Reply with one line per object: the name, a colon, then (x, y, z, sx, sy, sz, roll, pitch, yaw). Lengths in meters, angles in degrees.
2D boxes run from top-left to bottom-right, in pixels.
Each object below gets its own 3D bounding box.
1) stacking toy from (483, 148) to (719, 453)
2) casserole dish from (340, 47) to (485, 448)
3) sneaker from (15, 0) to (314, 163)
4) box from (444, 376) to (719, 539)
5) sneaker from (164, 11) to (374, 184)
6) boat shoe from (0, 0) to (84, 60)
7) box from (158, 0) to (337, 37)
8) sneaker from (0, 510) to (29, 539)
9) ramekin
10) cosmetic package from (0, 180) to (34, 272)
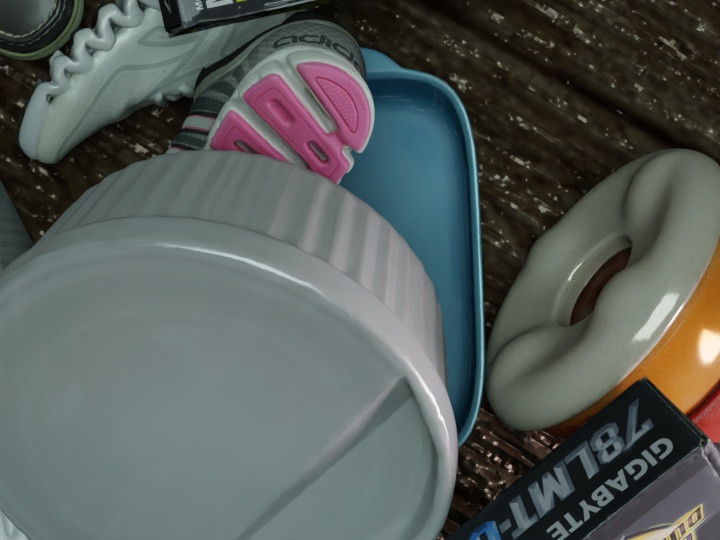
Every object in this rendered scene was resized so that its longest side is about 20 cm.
stacking toy: (0.169, 0.054, 0.799, 0.200, 0.146, 0.146, 36, 88, -15)
casserole dish: (0.000, 0.000, 0.815, 0.121, 0.039, 0.200, -2, 87, 16)
sneaker: (-0.071, -0.110, 0.816, 0.200, 0.075, 0.081, -40, 100, -1)
box: (0.088, 0.166, 0.758, 0.200, 0.199, 0.050, -39, 46, -2)
sneaker: (-0.059, -0.037, 0.780, 0.074, 0.087, 0.200, 33, 124, -14)
boat shoe: (-0.207, -0.178, 0.812, 0.073, 0.065, 0.200, -43, 88, 6)
box: (-0.025, -0.213, 0.753, 0.160, 0.044, 0.200, -15, 96, -14)
sneaker: (-0.159, 0.158, 0.806, 0.140, 0.078, 0.200, -36, 80, -1)
ramekin: (-0.055, 0.042, 0.723, 0.202, 0.094, 0.203, 6, 128, 8)
cosmetic package: (-0.214, -0.055, 0.792, 0.074, 0.102, 0.200, -26, 90, 1)
